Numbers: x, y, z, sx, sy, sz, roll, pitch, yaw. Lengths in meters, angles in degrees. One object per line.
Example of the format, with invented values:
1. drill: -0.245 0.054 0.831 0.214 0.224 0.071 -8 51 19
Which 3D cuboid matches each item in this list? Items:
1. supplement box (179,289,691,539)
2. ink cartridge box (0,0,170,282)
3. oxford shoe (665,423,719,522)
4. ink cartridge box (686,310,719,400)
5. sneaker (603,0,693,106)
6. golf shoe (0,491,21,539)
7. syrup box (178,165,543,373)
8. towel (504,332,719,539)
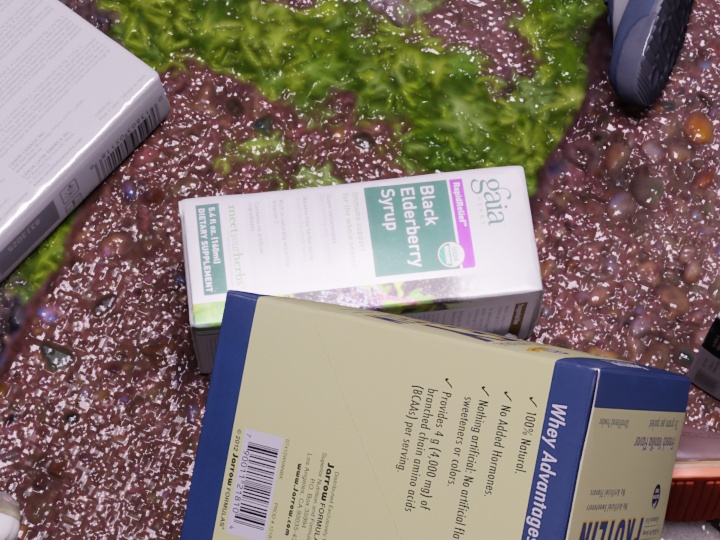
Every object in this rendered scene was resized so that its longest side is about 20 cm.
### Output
1. supplement box: 0.032 0.127 0.924 0.198 0.134 0.202 11 91 28
2. ink cartridge box: -0.240 -0.104 1.143 0.199 0.050 0.162 35 70 22
3. oxford shoe: 0.149 0.090 1.016 0.197 0.071 0.073 2 62 -2
4. ink cartridge box: 0.256 -0.024 1.090 0.037 0.095 0.201 33 69 13
5. sneaker: 0.168 -0.191 1.186 0.081 0.070 0.202 7 62 20
6. golf shoe: -0.274 0.163 1.006 0.198 0.073 0.093 -11 71 3
7. syrup box: 0.000 0.000 1.079 0.197 0.082 0.080 -6 67 -3
8. towel: 0.103 0.139 1.047 0.200 0.035 0.132 43 72 15
